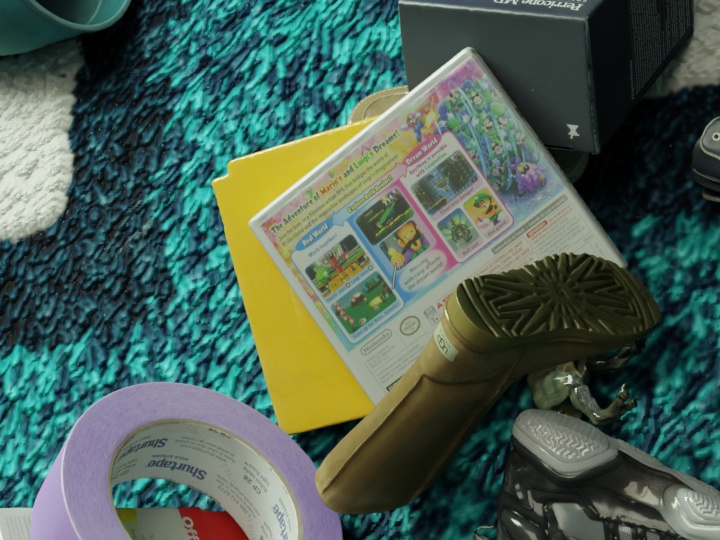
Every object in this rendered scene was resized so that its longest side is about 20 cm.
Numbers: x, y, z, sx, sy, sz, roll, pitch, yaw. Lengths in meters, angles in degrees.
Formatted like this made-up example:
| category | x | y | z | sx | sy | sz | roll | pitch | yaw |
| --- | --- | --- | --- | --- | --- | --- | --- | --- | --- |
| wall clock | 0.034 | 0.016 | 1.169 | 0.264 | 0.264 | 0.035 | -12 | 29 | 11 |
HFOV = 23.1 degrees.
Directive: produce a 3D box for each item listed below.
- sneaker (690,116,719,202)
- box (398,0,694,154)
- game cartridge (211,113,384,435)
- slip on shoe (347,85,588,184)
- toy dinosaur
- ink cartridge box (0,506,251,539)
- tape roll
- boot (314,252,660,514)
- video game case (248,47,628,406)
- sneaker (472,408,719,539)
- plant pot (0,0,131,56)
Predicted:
| category | x | y | z | sx | sy | sz | roll | pitch | yaw |
| --- | --- | --- | --- | --- | --- | --- | --- | --- | --- |
| sneaker | 0.279 | -0.025 | 1.159 | 0.145 | 0.077 | 0.204 | 14 | 58 | 18 |
| box | 0.138 | -0.181 | 1.260 | 0.146 | 0.105 | 0.200 | 9 | 36 | 27 |
| game cartridge | 0.000 | 0.000 | 1.240 | 0.174 | 0.032 | 0.202 | -15 | 91 | 15 |
| slip on shoe | 0.074 | -0.108 | 1.320 | 0.198 | 0.061 | 0.077 | 17 | 69 | 31 |
| toy dinosaur | 0.146 | 0.078 | 1.188 | 0.087 | 0.047 | 0.202 | -18 | 55 | 30 |
| ink cartridge box | -0.153 | 0.224 | 1.180 | 0.067 | 0.198 | 0.117 | -56 | 43 | 36 |
| tape roll | -0.113 | 0.171 | 1.155 | 0.066 | 0.198 | 0.201 | -56 | 43 | 36 |
| boot | 0.080 | 0.076 | 1.151 | 0.201 | 0.173 | 0.067 | -57 | 46 | 41 |
| video game case | 0.050 | -0.018 | 1.197 | 0.199 | 0.024 | 0.183 | -37 | 86 | 16 |
| sneaker | 0.168 | 0.176 | 1.104 | 0.199 | 0.075 | 0.115 | 27 | 98 | 14 |
| plant pot | -0.328 | -0.272 | 1.529 | 0.186 | 0.200 | 0.202 | -19 | 54 | 31 |
